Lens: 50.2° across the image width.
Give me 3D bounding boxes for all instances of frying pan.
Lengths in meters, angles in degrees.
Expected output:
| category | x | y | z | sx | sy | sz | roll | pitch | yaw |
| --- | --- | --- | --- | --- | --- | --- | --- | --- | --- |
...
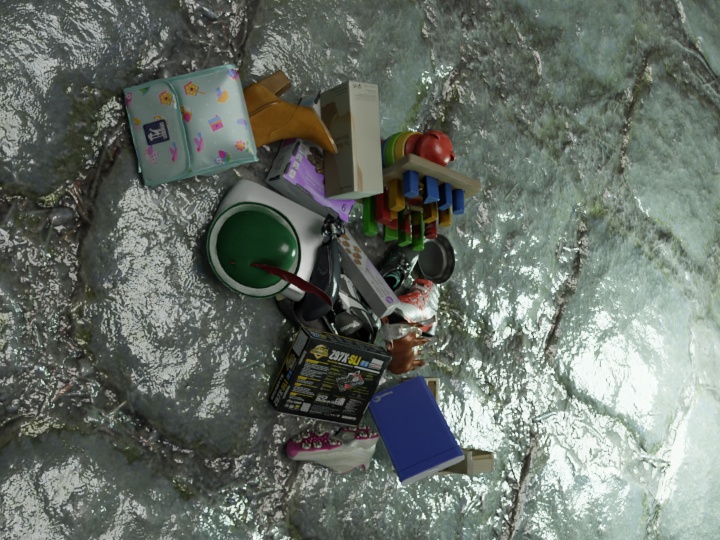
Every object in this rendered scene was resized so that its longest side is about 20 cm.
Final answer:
| category | x | y | z | sx | sy | sz | roll | pitch | yaw |
| --- | --- | --- | --- | --- | --- | --- | --- | --- | --- |
| frying pan | 0.149 | -0.061 | 1.690 | 0.114 | 0.031 | 0.193 | -34 | 104 | -35 |

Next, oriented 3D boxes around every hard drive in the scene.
| category | x | y | z | sx | sy | sz | roll | pitch | yaw |
| --- | --- | --- | --- | --- | --- | --- | --- | --- | --- |
| hard drive | 0.102 | 0.309 | 1.508 | 0.130 | 0.201 | 0.026 | -21 | 136 | -7 |

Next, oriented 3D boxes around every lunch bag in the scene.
| category | x | y | z | sx | sy | sz | roll | pitch | yaw |
| --- | --- | --- | --- | --- | --- | --- | --- | --- | --- |
| lunch bag | -0.289 | -0.242 | 1.297 | 0.196 | 0.122 | 0.174 | -14 | 100 | -14 |

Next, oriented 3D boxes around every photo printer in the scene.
| category | x | y | z | sx | sy | sz | roll | pitch | yaw |
| --- | --- | --- | --- | --- | --- | --- | --- | --- | --- |
| photo printer | -0.170 | -0.059 | 1.391 | 0.197 | 0.069 | 0.169 | 26 | 71 | -20 |

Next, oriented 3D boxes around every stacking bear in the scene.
| category | x | y | z | sx | sy | sz | roll | pitch | yaw |
| --- | --- | --- | --- | --- | --- | --- | --- | --- | --- |
| stacking bear | 0.104 | -0.230 | 1.559 | 0.122 | 0.198 | 0.114 | 52 | 59 | -23 |

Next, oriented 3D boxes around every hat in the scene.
| category | x | y | z | sx | sy | sz | roll | pitch | yaw |
| --- | --- | --- | --- | --- | --- | --- | --- | --- | --- |
| hat | -0.140 | -0.042 | 1.264 | 0.197 | 0.175 | 0.169 | 23 | 74 | -20 |

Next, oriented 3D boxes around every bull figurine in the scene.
| category | x | y | z | sx | sy | sz | roll | pitch | yaw |
| --- | --- | --- | --- | --- | --- | --- | --- | --- | --- |
| bull figurine | 0.096 | 0.146 | 1.546 | 0.119 | 0.201 | 0.066 | -9 | 58 | -5 |

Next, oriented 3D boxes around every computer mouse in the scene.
| category | x | y | z | sx | sy | sz | roll | pitch | yaw |
| --- | --- | --- | --- | --- | --- | --- | --- | --- | --- |
| computer mouse | -0.057 | 0.001 | 1.408 | 0.052 | 0.138 | 0.204 | 16 | 94 | 5 |

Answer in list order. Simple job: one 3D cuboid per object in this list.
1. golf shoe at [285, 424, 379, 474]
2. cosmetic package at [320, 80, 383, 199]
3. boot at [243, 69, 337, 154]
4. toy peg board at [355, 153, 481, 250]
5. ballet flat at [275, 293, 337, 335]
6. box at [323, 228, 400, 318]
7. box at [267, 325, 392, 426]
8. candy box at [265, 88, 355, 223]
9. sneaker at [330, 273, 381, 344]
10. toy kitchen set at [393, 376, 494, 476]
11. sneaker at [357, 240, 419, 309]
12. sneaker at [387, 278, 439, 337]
| category | x | y | z | sx | sy | sz | roll | pitch | yaw |
| --- | --- | --- | --- | --- | --- | --- | --- | --- | --- |
| golf shoe | -0.053 | 0.355 | 1.475 | 0.197 | 0.075 | 0.094 | 0 | 105 | -30 |
| cosmetic package | -0.017 | -0.239 | 1.434 | 0.070 | 0.104 | 0.205 | -2 | 86 | -36 |
| boot | -0.148 | -0.253 | 1.398 | 0.143 | 0.071 | 0.202 | -38 | 82 | -6 |
| toy peg board | 0.110 | -0.123 | 1.540 | 0.197 | 0.198 | 0.100 | 14 | 65 | -35 |
| ballet flat | -0.091 | 0.090 | 1.470 | 0.201 | 0.056 | 0.067 | 51 | 59 | -23 |
| box | 0.000 | 0.000 | 1.500 | 0.038 | 0.042 | 0.201 | -23 | 69 | -40 |
| box | -0.056 | 0.203 | 1.452 | 0.197 | 0.049 | 0.162 | 17 | 103 | -35 |
| candy box | -0.071 | -0.218 | 1.500 | 0.167 | 0.071 | 0.203 | 33 | 67 | -31 |
| sneaker | -0.029 | 0.079 | 1.499 | 0.201 | 0.066 | 0.091 | 49 | 28 | -27 |
| toy kitchen set | 0.143 | 0.313 | 1.550 | 0.161 | 0.198 | 0.185 | 5 | 84 | -38 |
| sneaker | 0.073 | 0.008 | 1.593 | 0.076 | 0.079 | 0.201 | 51 | 57 | -16 |
| sneaker | 0.102 | 0.064 | 1.604 | 0.200 | 0.066 | 0.110 | 29 | 67 | -52 |
